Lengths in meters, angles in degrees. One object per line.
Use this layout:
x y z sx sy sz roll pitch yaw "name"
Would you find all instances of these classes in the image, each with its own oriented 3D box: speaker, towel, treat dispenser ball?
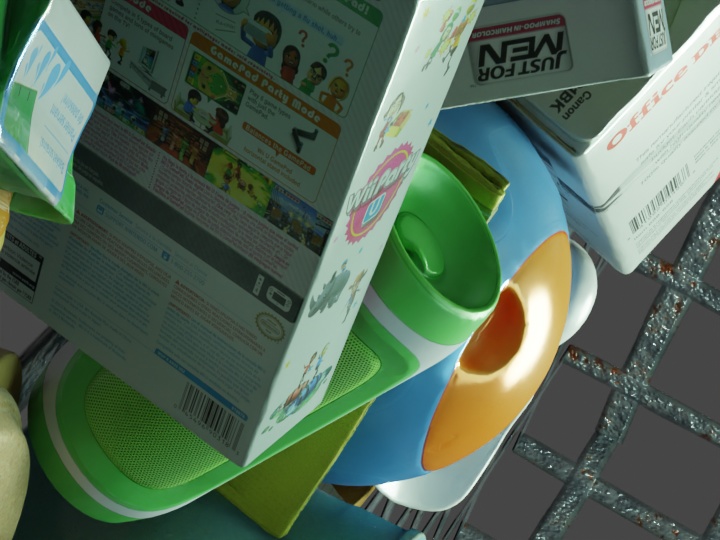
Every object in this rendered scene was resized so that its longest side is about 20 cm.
-0.042 0.029 0.870 0.199 0.089 0.088 -31 -173 31 "speaker"
-0.019 0.017 0.914 0.201 0.086 0.018 -58 167 28 "towel"
0.000 0.000 1.022 0.202 0.200 0.201 -58 169 -17 "treat dispenser ball"

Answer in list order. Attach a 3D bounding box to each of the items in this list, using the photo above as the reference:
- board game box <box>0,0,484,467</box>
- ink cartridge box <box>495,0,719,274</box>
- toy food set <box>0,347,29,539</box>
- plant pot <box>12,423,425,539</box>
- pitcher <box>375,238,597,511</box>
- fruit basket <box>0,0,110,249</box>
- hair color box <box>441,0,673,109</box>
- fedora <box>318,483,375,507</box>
-0.053 -0.056 0.752 0.064 0.147 0.201 -35 154 -49 "board game box"
0.142 -0.100 1.091 0.144 0.084 0.200 -47 160 -3 "ink cartridge box"
-0.192 0.122 0.833 0.201 0.048 0.198 -63 170 8 "toy food set"
-0.098 0.168 1.023 0.201 0.187 0.200 -59 169 -18 "plant pot"
0.043 0.013 1.246 0.171 0.200 0.121 -43 129 11 "pitcher"
-0.135 -0.001 0.591 0.185 0.093 0.201 70 30 -77 "fruit basket"
0.056 -0.170 0.860 0.061 0.098 0.201 -30 111 -70 "hair color box"
-0.083 0.136 1.236 0.200 0.082 0.201 -32 -177 2 "fedora"
